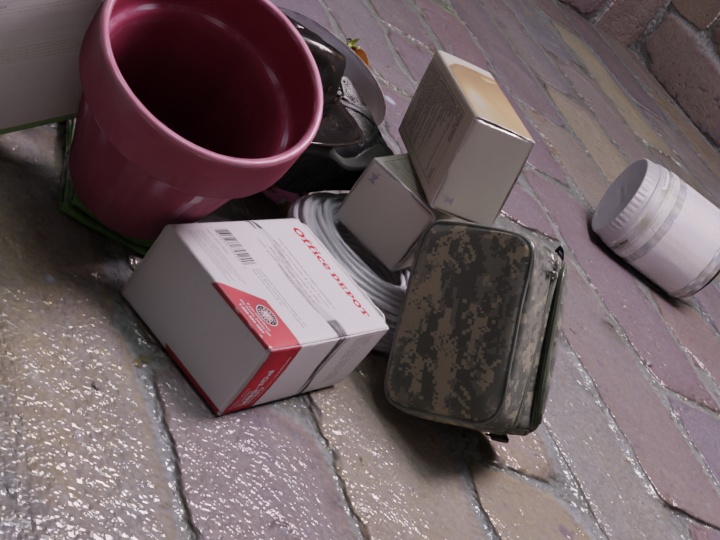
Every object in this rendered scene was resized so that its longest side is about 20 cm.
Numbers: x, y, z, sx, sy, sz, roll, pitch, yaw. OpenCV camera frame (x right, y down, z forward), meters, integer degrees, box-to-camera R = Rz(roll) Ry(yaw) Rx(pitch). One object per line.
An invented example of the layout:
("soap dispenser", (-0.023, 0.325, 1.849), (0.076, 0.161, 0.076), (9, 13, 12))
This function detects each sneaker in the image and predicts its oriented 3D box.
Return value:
("sneaker", (-0.047, -0.144, 1.384), (0.198, 0.076, 0.116), (-7, 68, -52))

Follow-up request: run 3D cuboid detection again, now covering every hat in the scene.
("hat", (-0.068, -0.195, 1.270), (0.198, 0.081, 0.201), (26, 25, -13))

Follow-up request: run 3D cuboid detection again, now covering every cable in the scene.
("cable", (0.000, 0.000, 1.390), (0.199, 0.069, 0.201), (6, 40, -52))

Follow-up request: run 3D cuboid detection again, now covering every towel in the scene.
("towel", (-0.212, -0.084, 1.260), (0.148, 0.031, 0.201), (28, 25, -25))

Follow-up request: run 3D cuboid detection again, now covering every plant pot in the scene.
("plant pot", (-0.156, -0.125, 1.122), (0.198, 0.179, 0.203), (17, 54, -25))

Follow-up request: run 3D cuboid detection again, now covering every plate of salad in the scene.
("plate of salad", (-0.051, -0.234, 1.514), (0.198, 0.048, 0.201), (29, -21, 12))

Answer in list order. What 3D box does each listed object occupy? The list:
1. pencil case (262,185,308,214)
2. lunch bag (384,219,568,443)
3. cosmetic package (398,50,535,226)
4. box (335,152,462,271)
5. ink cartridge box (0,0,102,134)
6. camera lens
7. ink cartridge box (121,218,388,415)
("pencil case", (-0.137, -0.136, 1.411), (0.198, 0.086, 0.084), (28, 61, -27))
("lunch bag", (0.129, 0.060, 1.303), (0.138, 0.203, 0.167), (9, -8, 28))
("cosmetic package", (0.104, -0.137, 1.359), (0.070, 0.106, 0.201), (20, 24, -18))
("box", (0.065, -0.069, 1.421), (0.095, 0.078, 0.199), (45, 24, 14))
("ink cartridge box", (-0.282, -0.195, 1.076), (0.144, 0.201, 0.048), (-17, 56, -31))
("camera lens", (0.499, -0.066, 2.181), (0.199, 0.160, 0.160), (36, 22, -10))
("ink cartridge box", (-0.087, 0.034, 1.165), (0.147, 0.083, 0.199), (49, 24, 19))
